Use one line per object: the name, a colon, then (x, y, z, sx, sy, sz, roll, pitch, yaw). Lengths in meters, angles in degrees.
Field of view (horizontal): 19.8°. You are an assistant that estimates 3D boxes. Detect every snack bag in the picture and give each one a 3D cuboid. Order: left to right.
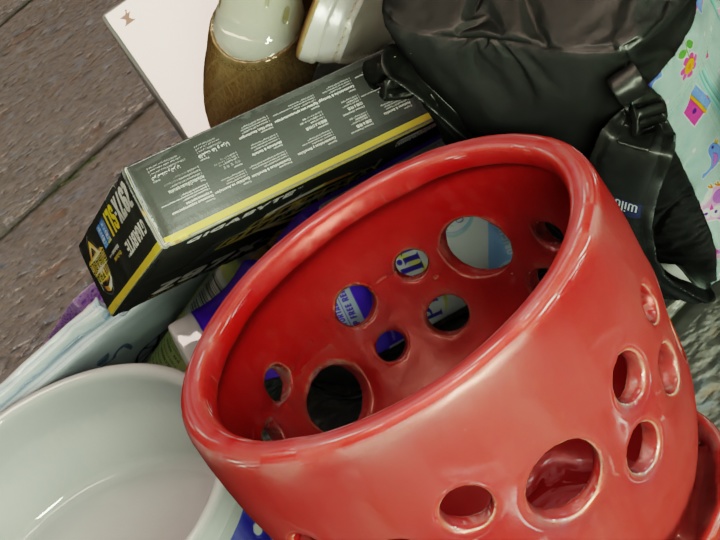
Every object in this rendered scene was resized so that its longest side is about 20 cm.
snack bag: (-0.140, 0.046, 1.219, 0.200, 0.021, 0.189, -40, -12, -8)

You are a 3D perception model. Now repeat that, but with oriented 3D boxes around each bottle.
bottle: (0.000, 0.000, 1.043, 0.200, 0.084, 0.065, -29, 27, -8)

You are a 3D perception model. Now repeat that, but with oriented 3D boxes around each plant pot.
plant pot: (0.054, 0.070, 0.874, 0.200, 0.183, 0.201, -29, 26, 16)

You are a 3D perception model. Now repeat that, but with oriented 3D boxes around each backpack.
backpack: (0.118, -0.073, 0.952, 0.167, 0.200, 0.127, 19, 68, 42)

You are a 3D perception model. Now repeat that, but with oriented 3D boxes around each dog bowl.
dog bowl: (-0.139, 0.146, 1.059, 0.200, 0.079, 0.200, -19, 38, 15)

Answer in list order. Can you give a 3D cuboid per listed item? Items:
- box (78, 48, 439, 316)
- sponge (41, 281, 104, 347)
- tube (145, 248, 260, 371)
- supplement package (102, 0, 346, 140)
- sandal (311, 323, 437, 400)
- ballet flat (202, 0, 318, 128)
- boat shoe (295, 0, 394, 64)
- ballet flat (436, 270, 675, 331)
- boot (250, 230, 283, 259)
box: (-0.041, -0.052, 1.071, 0.200, 0.049, 0.160, -26, -3, -20)
sponge: (-0.159, 0.022, 1.311, 0.112, 0.030, 0.200, -47, 3, -27)
tube: (-0.108, 0.069, 1.194, 0.200, 0.052, 0.058, -51, -20, 21)
supplement package: (-0.050, -0.101, 1.257, 0.121, 0.200, 0.120, -35, 62, -1)
sandal: (-0.014, 0.043, 1.186, 0.076, 0.043, 0.200, -34, 18, -21)
ballet flat: (-0.040, -0.166, 1.126, 0.068, 0.072, 0.200, 18, 67, 16)
boat shoe: (0.026, -0.148, 1.111, 0.071, 0.069, 0.200, -64, -9, 28)
ballet flat: (0.095, 0.037, 1.060, 0.200, 0.067, 0.057, -32, -15, 2)
boot: (0.018, -0.012, 1.136, 0.200, 0.075, 0.107, -25, 5, -9)
